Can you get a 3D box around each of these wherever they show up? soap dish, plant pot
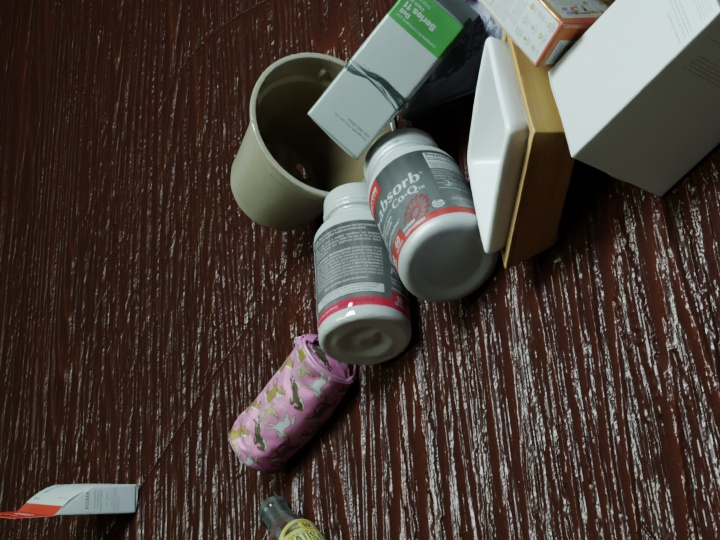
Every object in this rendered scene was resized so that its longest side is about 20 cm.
[{"bbox_3d":[0.164,-0.126,1.478,0.201,0.080,0.159,96,170,-50],"label":"soap dish"},{"bbox_3d":[-0.078,-0.146,1.881,0.183,0.198,0.203,135,143,-56],"label":"plant pot"}]

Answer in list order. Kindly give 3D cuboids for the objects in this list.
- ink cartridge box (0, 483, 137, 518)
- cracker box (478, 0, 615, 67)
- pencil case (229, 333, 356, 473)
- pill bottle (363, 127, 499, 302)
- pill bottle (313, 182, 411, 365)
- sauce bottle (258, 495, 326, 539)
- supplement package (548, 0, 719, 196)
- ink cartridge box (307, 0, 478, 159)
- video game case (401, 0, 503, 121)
[{"bbox_3d":[-0.460,0.347,2.203,0.162,0.198,0.058,-11,74,56],"label":"ink cartridge box"},{"bbox_3d":[0.174,-0.288,1.461,0.201,0.133,0.058,55,131,28],"label":"cracker box"},{"bbox_3d":[-0.086,0.165,1.800,0.201,0.082,0.087,-53,35,30],"label":"pencil case"},{"bbox_3d":[0.073,-0.067,1.632,0.116,0.115,0.201,-56,33,24],"label":"pill bottle"},{"bbox_3d":[0.000,0.000,1.720,0.111,0.110,0.202,-40,42,41],"label":"pill bottle"},{"bbox_3d":[-0.070,0.328,1.698,0.200,0.066,0.067,41,109,56],"label":"sauce bottle"},{"bbox_3d":[0.287,-0.188,1.337,0.200,0.120,0.121,-46,38,36],"label":"supplement package"},{"bbox_3d":[0.038,-0.241,1.697,0.200,0.083,0.147,-49,3,19],"label":"ink cartridge box"},{"bbox_3d":[0.122,-0.269,1.760,0.199,0.019,0.145,-13,63,57],"label":"video game case"}]
